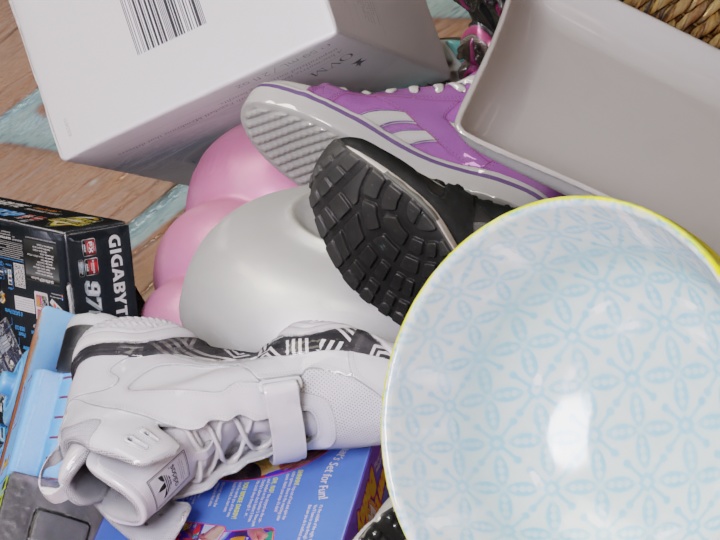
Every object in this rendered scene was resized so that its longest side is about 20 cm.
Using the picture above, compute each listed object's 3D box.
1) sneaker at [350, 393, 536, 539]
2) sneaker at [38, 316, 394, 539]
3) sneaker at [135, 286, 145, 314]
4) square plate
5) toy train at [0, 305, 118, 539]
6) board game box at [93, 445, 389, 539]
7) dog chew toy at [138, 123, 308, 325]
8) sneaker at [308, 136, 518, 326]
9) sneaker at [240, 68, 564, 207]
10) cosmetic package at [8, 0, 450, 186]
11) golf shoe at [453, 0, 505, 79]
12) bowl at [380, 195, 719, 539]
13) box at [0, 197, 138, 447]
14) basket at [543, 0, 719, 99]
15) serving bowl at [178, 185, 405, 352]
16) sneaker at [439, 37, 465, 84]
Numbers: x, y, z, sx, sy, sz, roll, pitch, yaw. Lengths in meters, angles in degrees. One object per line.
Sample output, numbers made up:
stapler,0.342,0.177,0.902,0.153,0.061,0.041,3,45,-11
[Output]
sneaker,0.046,0.125,1.267,0.200,0.074,0.080,-42,6,-27
sneaker,-0.065,0.085,1.304,0.199,0.075,0.115,4,41,15
sneaker,-0.159,0.039,1.620,0.071,0.099,0.200,-31,25,-6
square plate,0.155,-0.078,1.424,0.028,0.198,0.200,-62,3,37
toy train,-0.164,0.112,1.413,0.114,0.086,0.201,136,150,-62
board game box,-0.058,0.122,1.352,0.134,0.045,0.200,-2,32,14
dog chew toy,-0.069,-0.002,1.571,0.124,0.125,0.200,-8,37,41
sneaker,0.062,-0.005,1.352,0.076,0.200,0.088,-46,4,44
sneaker,0.034,-0.087,1.539,0.073,0.200,0.115,112,180,-57
cosmetic package,-0.079,-0.149,1.640,0.199,0.123,0.200,-23,-11,20
golf shoe,0.099,-0.193,1.657,0.072,0.200,0.092,24,54,30
bowl,0.120,0.071,1.189,0.200,0.201,0.108,-13,-14,34
box,-0.199,0.042,1.586,0.046,0.160,0.200,-11,11,-32
basket,0.198,-0.136,1.593,0.200,0.149,0.143,-43,-6,-27
serving bowl,0.000,0.000,1.430,0.199,0.066,0.200,5,26,-2
sneaker,0.005,-0.115,1.767,0.199,0.078,0.091,-21,20,16
